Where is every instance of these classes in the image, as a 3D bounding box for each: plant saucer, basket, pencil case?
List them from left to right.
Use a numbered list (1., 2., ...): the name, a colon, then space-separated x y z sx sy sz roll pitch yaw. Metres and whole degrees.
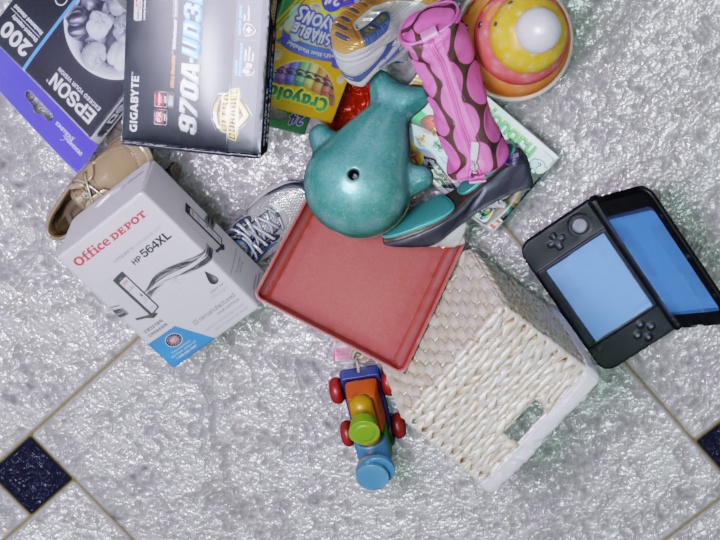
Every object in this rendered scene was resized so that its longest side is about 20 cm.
1. plant saucer: 0.000 0.000 1.569 0.199 0.037 0.200 28 67 -2
2. pencil case: 0.108 -0.200 1.482 0.090 0.094 0.200 -12 119 23
3. basket: 0.145 0.115 1.554 0.161 0.200 0.198 36 103 -21

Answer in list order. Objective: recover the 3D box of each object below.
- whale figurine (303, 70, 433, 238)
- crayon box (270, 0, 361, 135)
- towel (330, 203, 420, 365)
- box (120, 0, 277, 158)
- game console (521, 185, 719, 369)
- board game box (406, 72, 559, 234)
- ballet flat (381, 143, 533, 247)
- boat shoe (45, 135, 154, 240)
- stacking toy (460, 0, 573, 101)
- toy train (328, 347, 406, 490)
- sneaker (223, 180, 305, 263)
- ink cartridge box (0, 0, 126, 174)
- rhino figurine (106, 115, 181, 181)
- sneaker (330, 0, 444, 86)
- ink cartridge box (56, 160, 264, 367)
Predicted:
1. whale figurine: 0.011 -0.137 1.522 0.159 0.104 0.201 25 88 8
2. crayon box: -0.070 -0.256 1.536 0.125 0.052 0.201 10 109 -37
3. towel: 0.024 0.018 1.642 0.146 0.030 0.201 -6 104 4
4. box: -0.174 -0.230 1.411 0.158 0.046 0.201 7 105 5
5. game console: 0.319 0.014 1.577 0.176 0.116 0.200 -34 99 11
6. board game box: 0.127 -0.156 1.588 0.200 0.035 0.126 39 103 -6
7. ballet flat: 0.122 -0.070 1.555 0.200 0.073 0.073 -35 100 3
8. boat shoe: -0.315 -0.093 1.570 0.071 0.064 0.200 52 133 4
9. stacking toy: 0.188 -0.268 1.464 0.145 0.200 0.147 0 94 -5
10. toy train: 0.002 0.166 1.616 0.084 0.116 0.201 -9 121 6
11. sneaker: -0.137 -0.034 1.611 0.200 0.085 0.077 -38 99 11
12. ink cartridge box: -0.352 -0.254 1.560 0.198 0.043 0.200 44 105 14
13. rhino figurine: -0.279 -0.181 1.594 0.087 0.060 0.201 0 104 28
14. sneaker: 0.046 -0.294 1.530 0.200 0.088 0.075 -36 57 -18
15. ink cartridge box: -0.234 -0.006 1.535 0.146 0.084 0.200 -35 115 22
